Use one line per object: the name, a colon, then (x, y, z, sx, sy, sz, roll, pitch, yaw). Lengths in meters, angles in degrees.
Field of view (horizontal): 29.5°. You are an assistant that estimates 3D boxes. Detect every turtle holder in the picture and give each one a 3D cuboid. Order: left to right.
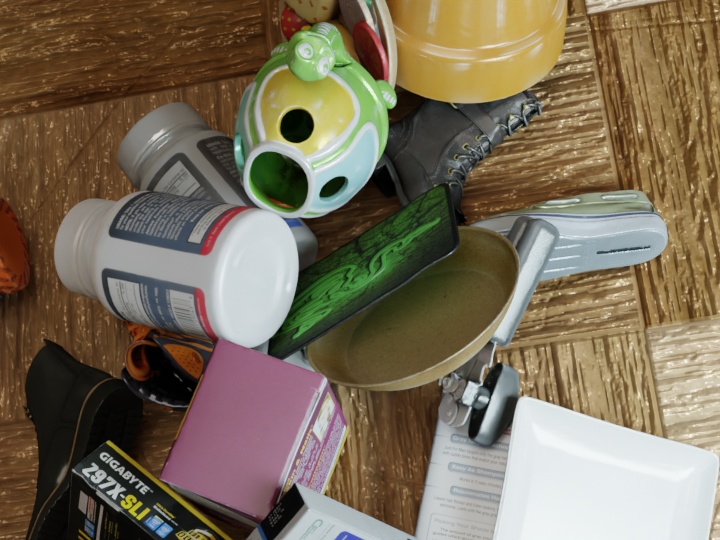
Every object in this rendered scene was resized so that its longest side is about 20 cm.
turtle holder: (-0.041, -0.128, 1.222, 0.141, 0.185, 0.132, 40, 45, -11)

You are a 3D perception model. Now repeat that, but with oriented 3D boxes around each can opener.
can opener: (0.124, 0.051, 1.194, 0.066, 0.053, 0.201, 22, 89, -22)

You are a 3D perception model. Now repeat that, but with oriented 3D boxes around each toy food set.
toy food set: (-0.030, -0.224, 1.318, 0.048, 0.201, 0.198, -20, 51, -30)

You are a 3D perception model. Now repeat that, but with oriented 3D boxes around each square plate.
square plate: (0.203, 0.229, 1.167, 0.199, 0.028, 0.199, 17, 72, -13)

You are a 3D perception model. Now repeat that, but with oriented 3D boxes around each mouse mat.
mouse mat: (0.000, 0.000, 1.209, 0.199, 0.161, 0.008, -33, 111, 13)

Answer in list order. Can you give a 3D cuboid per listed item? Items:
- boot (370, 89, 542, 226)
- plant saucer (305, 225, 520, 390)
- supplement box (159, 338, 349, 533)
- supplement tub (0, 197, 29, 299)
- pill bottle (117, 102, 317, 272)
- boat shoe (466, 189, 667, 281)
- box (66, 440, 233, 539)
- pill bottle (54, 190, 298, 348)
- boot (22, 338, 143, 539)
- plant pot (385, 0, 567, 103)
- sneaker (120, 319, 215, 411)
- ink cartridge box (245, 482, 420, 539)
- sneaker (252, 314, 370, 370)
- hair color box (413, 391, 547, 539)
boot: (0.104, -0.113, 1.316, 0.174, 0.069, 0.200, -36, 67, -3)
plant saucer: (0.049, 0.039, 1.162, 0.199, 0.036, 0.201, -21, 31, 14)
supplement box: (-0.086, 0.157, 1.183, 0.103, 0.200, 0.132, 20, 74, 11)
supplement tub: (-0.438, -0.002, 1.346, 0.199, 0.123, 0.123, -16, 69, 4)
pill bottle: (-0.142, -0.062, 1.319, 0.114, 0.114, 0.200, -39, 69, -5)
boat shoe: (0.184, -0.035, 1.268, 0.199, 0.072, 0.062, -3, 45, -11)
box: (-0.181, 0.262, 1.170, 0.159, 0.201, 0.049, 35, 47, 21)
pill bottle: (-0.166, -0.007, 1.200, 0.199, 0.120, 0.120, 11, 72, 31)
boot: (-0.289, 0.177, 1.297, 0.138, 0.077, 0.201, 27, 92, 41)
plant pot: (0.101, -0.293, 1.286, 0.199, 0.184, 0.201, -1, 50, 1)
sneaker: (-0.194, 0.054, 1.280, 0.200, 0.112, 0.078, 43, 107, 21)
ink cartridge box: (-0.008, 0.249, 1.107, 0.100, 0.200, 0.039, -49, 37, 10)
sneaker: (-0.015, 0.054, 1.271, 0.199, 0.087, 0.075, -18, 70, 5)
hair color box: (0.104, 0.216, 1.206, 0.098, 0.061, 0.201, 9, 73, 13)
